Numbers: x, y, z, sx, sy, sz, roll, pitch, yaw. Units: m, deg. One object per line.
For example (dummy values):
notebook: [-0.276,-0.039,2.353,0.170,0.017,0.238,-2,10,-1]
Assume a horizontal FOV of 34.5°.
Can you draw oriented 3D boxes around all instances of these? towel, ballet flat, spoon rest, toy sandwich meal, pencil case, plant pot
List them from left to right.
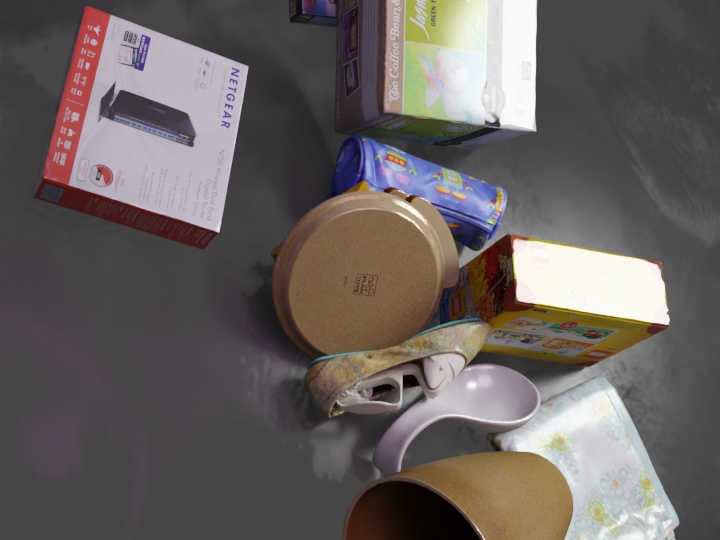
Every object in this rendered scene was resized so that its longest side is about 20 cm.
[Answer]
toy sandwich meal: [0.000,0.000,1.185,0.203,0.070,0.208,-6,110,-16]
ballet flat: [0.044,0.104,1.158,0.198,0.071,0.071,-13,75,-10]
pencil case: [0.063,-0.082,1.262,0.198,0.079,0.087,17,27,-21]
spoon rest: [0.101,0.148,1.191,0.199,0.061,0.099,-25,44,-31]
plant pot: [0.116,0.253,1.110,0.199,0.186,0.188,-19,79,-46]
towel: [0.244,0.233,1.248,0.170,0.048,0.202,-21,80,-33]

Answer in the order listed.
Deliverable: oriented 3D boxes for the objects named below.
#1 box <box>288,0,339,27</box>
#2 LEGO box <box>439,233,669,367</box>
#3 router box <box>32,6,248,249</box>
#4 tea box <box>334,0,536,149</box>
box: [-0.019,-0.384,1.342,0.135,0.038,0.203,-1,85,-28]
LEGO box: [0.206,0.037,1.249,0.198,0.149,0.078,9,65,-25]
router box: [-0.215,-0.143,1.161,0.178,0.049,0.202,17,63,-21]
tea box: [0.083,-0.251,1.285,0.195,0.133,0.203,2,86,-25]
